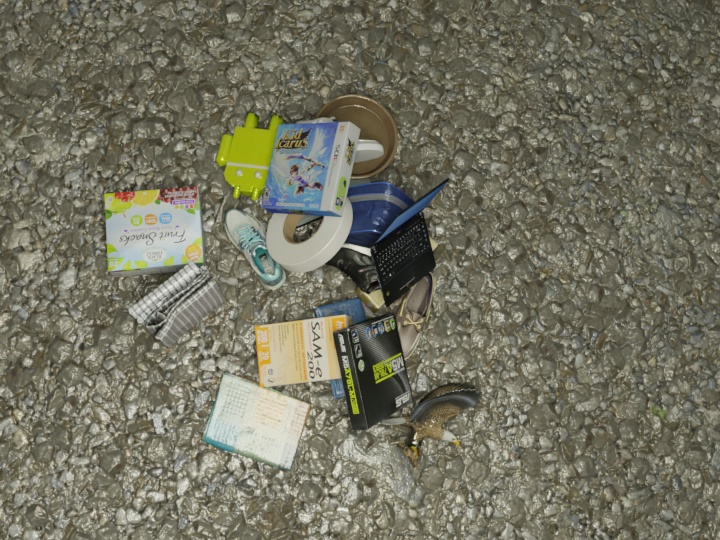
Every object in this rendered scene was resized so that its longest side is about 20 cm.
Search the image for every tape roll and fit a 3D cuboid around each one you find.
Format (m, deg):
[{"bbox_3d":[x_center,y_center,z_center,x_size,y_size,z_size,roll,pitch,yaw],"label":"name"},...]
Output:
[{"bbox_3d":[-0.108,-0.093,1.422,0.199,0.037,0.207,-17,55,26],"label":"tape roll"}]

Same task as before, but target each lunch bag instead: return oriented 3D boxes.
[{"bbox_3d":[0.019,-0.110,1.470,0.135,0.197,0.135,34,64,-43],"label":"lunch bag"}]

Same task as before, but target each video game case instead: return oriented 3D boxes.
[{"bbox_3d":[-0.105,-0.208,1.405,0.197,0.045,0.186,6,80,36],"label":"video game case"}]

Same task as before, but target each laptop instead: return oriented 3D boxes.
[{"bbox_3d":[0.111,-0.054,1.352,0.176,0.102,0.204,-35,118,-38],"label":"laptop"}]

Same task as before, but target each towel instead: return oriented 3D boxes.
[{"bbox_3d":[-0.215,0.315,1.430,0.196,0.022,0.150,20,77,-5],"label":"towel"},{"bbox_3d":[-0.027,0.163,1.473,0.109,0.049,0.204,-12,79,-11],"label":"towel"},{"bbox_3d":[-0.355,0.072,1.371,0.165,0.200,0.086,-39,86,-13],"label":"towel"}]

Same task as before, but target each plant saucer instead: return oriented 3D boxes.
[{"bbox_3d":[-0.013,-0.299,1.554,0.195,0.029,0.205,1,77,-6],"label":"plant saucer"}]

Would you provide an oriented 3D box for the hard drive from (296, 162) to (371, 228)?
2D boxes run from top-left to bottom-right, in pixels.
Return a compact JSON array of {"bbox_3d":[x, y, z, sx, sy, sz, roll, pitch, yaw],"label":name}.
[{"bbox_3d":[-0.083,-0.196,1.553,0.197,0.033,0.142,-24,82,-12],"label":"hard drive"}]

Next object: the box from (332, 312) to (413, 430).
[{"bbox_3d":[0.029,0.199,1.392,0.047,0.199,0.198,-14,88,31],"label":"box"}]

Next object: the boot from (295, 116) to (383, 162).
[{"bbox_3d":[-0.049,-0.290,1.491,0.195,0.074,0.098,-2,78,-2],"label":"boot"}]

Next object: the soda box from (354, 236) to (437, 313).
[{"bbox_3d":[0.078,-0.003,1.516,0.068,0.064,0.200,44,75,3],"label":"soda box"}]

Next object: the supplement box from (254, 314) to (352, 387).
[{"bbox_3d":[-0.111,0.166,1.415,0.195,0.073,0.129,-9,81,10],"label":"supplement box"}]

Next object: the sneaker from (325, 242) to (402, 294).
[{"bbox_3d":[0.000,0.000,1.443,0.196,0.076,0.089,8,67,19],"label":"sneaker"}]

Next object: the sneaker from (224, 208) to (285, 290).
[{"bbox_3d":[-0.224,-0.056,1.474,0.077,0.086,0.201,-35,84,-10],"label":"sneaker"}]

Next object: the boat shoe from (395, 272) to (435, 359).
[{"bbox_3d":[0.115,0.095,1.501,0.071,0.060,0.204,21,76,-4],"label":"boat shoe"}]

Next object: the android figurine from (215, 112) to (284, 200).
[{"bbox_3d":[-0.233,-0.251,1.524,0.178,0.041,0.204,10,75,14],"label":"android figurine"}]

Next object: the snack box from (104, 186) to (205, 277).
[{"bbox_3d":[-0.434,-0.082,1.463,0.195,0.068,0.173,-5,78,-8],"label":"snack box"}]

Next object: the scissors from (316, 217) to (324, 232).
[{"bbox_3d":[-0.054,-0.152,1.457,0.014,0.072,0.204,31,57,-39],"label":"scissors"}]

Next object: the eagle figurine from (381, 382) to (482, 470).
[{"bbox_3d":[0.157,0.303,1.422,0.150,0.151,0.202,32,92,-36],"label":"eagle figurine"}]
